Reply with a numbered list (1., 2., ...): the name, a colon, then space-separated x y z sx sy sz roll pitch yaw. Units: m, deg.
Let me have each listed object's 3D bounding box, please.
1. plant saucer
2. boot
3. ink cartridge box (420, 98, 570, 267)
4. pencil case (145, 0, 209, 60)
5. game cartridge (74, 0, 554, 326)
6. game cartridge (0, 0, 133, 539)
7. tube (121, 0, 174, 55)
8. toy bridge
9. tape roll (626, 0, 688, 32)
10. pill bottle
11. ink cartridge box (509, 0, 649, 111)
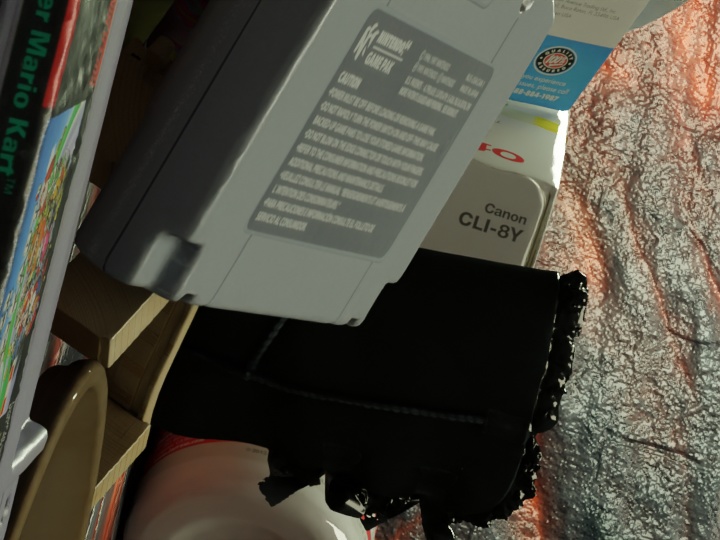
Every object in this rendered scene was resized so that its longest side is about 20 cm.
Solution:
1. plant saucer: -0.109 0.118 0.796 0.200 0.029 0.201 15 90 -89
2. boot: 0.000 0.000 1.046 0.073 0.162 0.199 -75 179 -58
3. ink cartridge box: 0.008 -0.045 1.248 0.200 0.144 0.084 -69 176 -73
4. pencil case: -0.015 -0.113 0.870 0.200 0.087 0.088 105 1 -50
5. game cartridge: -0.003 -0.050 0.819 0.134 0.040 0.200 -55 165 6
6. game cartridge: -0.075 -0.017 0.627 0.130 0.038 0.201 -92 -163 -81
7. tube: -0.034 -0.127 0.742 0.058 0.052 0.200 -25 161 -30
8. toy bridge: -0.063 -0.005 0.850 0.067 0.027 0.200 -49 165 -30
9. tape roll: 0.086 -0.219 1.300 0.139 0.202 0.203 -71 176 -55
10. pill bottle: -0.036 0.074 1.409 0.200 0.112 0.113 -72 177 -50
11. ink cartridge box: 0.079 -0.165 1.184 0.200 0.116 0.068 -54 -139 34
